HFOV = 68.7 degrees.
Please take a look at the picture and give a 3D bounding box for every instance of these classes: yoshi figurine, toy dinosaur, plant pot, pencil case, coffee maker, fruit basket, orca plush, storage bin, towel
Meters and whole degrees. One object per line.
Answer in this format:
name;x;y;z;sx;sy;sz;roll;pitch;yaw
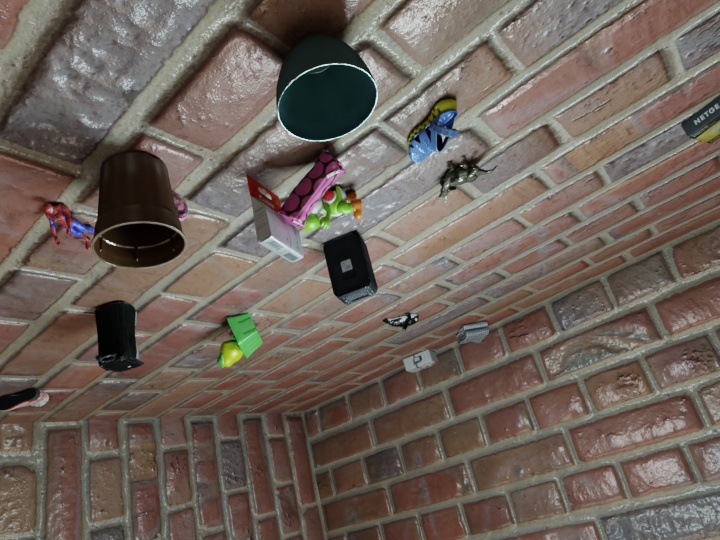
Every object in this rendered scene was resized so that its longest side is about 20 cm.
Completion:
yoshi figurine;-0.097;-0.163;1.503;0.194;0.115;0.113;-5;161;-16
toy dinosaur;0.304;-0.284;1.558;0.196;0.079;0.102;-26;167;10
plant pot;-0.076;-0.372;1.022;0.194;0.138;0.201;-13;156;-6
pencil case;-0.120;-0.200;1.322;0.202;0.093;0.090;-54;133;-1
pencil case;-0.529;-0.120;1.350;0.197;0.085;0.086;-30;154;30
coffee maker;-0.806;0.213;1.748;0.131;0.205;0.193;-9;158;-19
fruit basket;-0.511;0.292;2.156;0.212;0.158;0.217;-27;159;-11
orca plush;0.214;0.269;2.673;0.196;0.073;0.105;1;151;-34
storage bin;-0.034;-0.007;1.756;0.132;0.205;0.094;-19;156;10
towel;0.681;0.388;3.210;0.161;0.088;0.201;-10;156;-11
plant pot;-0.499;-0.139;1.182;0.195;0.203;0.201;-13;156;-6

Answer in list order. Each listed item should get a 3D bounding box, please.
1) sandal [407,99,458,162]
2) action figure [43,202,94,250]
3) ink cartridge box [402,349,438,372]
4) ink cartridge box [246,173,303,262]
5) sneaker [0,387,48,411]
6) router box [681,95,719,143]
sandal;0.184;-0.334;1.333;0.078;0.089;0.200;-5;156;-27
action figure;-0.707;-0.089;1.292;0.064;0.101;0.201;-17;154;1
ink cartridge box;0.401;0.606;3.506;0.197;0.085;0.145;-26;155;20
ink cartridge box;-0.217;-0.139;1.350;0.056;0.205;0.162;-18;157;19
sneaker;-1.459;0.569;2.273;0.196;0.069;0.109;-17;154;-3
router box;1.136;-0.489;1.638;0.154;0.053;0.200;0;152;-31
